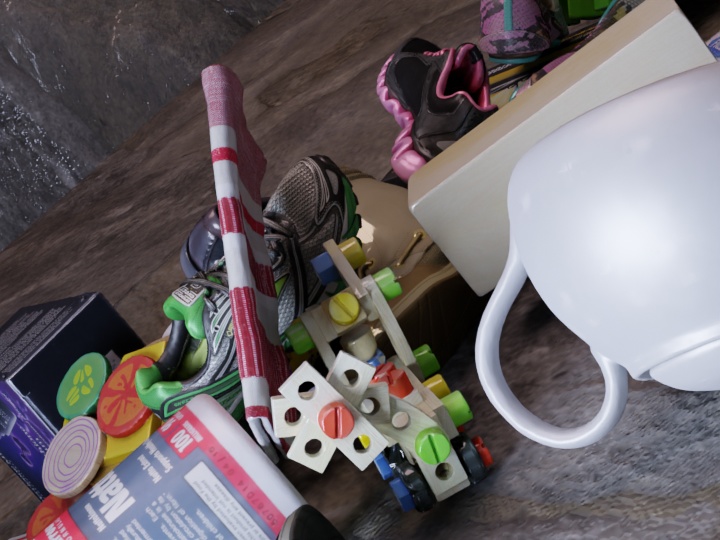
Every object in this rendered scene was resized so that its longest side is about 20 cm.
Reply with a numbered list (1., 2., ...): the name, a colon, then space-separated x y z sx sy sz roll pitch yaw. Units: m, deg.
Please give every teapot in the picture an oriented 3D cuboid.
1. teapot: 0.167 -0.005 0.824 0.197 0.147 0.200 -13 -11 -17

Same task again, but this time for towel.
1. towel: -0.061 0.000 1.005 0.023 0.201 0.144 -9 -16 1

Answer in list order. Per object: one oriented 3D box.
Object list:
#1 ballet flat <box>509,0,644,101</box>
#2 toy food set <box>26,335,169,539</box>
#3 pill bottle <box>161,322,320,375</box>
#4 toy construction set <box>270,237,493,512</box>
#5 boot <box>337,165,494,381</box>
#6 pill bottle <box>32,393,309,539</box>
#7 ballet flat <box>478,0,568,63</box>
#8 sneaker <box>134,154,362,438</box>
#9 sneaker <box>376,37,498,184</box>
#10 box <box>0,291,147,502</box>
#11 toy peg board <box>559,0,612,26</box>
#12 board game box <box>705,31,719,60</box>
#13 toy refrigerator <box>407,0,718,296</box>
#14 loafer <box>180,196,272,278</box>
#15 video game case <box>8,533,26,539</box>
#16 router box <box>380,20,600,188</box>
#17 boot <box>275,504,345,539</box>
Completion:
1. ballet flat: 0.188 -0.148 1.286 0.071 0.069 0.200 20 45 35
2. toy food set: -0.153 0.131 1.218 0.198 0.049 0.201 -20 52 36
3. pill bottle: -0.062 0.022 1.349 0.104 0.104 0.200 -24 21 44
4. toy construction set: 0.009 0.064 0.988 0.092 0.131 0.200 -25 14 9
5. boot: 0.000 0.000 1.178 0.155 0.073 0.200 18 42 24
6. pill bottle: -0.126 0.178 1.016 0.200 0.120 0.120 -41 15 -9
7. ballet flat: 0.123 -0.199 1.346 0.069 0.071 0.200 2 10 10
8. sneaker: -0.069 0.017 1.108 0.078 0.085 0.200 31 94 50
9. sneaker: 0.066 -0.134 1.314 0.200 0.079 0.096 -101 32 -57
10. box: -0.232 0.109 1.419 0.104 0.148 0.200 -46 15 -24
11. toy peg board: 0.228 -0.256 1.455 0.198 0.098 0.200 -6 2 -21
12. board game box: 0.200 -0.073 1.124 0.199 0.041 0.200 -38 15 7
13. toy refrigerator: 0.130 -0.079 1.083 0.200 0.076 0.070 -37 15 14
14. loafer: -0.032 -0.026 1.287 0.199 0.072 0.063 -8 -35 -28
15. video game case: -0.257 0.243 1.335 0.200 0.017 0.143 -23 22 48
16. router box: 0.126 -0.120 1.417 0.200 0.052 0.157 -18 26 54
17. boot: -0.068 0.209 0.877 0.154 0.074 0.204 -38 15 14
